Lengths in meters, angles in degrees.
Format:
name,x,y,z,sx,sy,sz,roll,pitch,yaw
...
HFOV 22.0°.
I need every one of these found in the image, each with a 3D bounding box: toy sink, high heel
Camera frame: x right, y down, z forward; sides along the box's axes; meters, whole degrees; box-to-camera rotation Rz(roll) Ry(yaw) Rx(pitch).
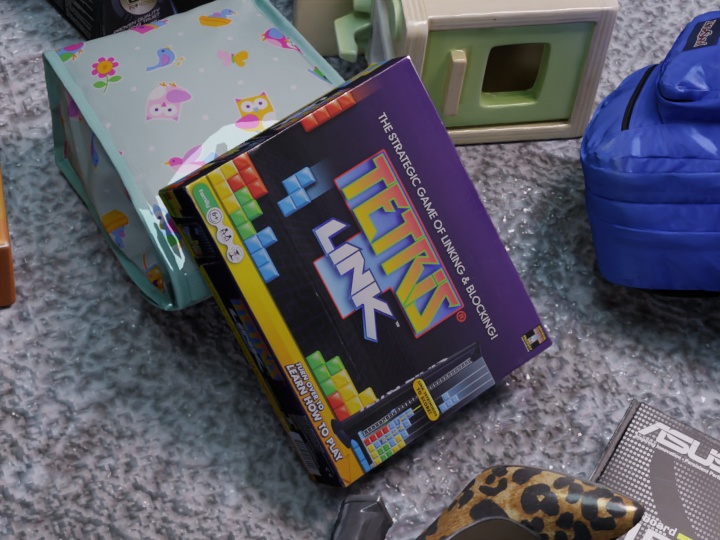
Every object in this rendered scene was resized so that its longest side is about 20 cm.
name,x,y,z,sx,sy,sz,roll,pitch,yaw
toy sink,0.060,-0.162,1.260,0.198,0.131,0.113,-3,53,-9
high heel,0.054,0.180,1.001,0.199,0.072,0.143,-11,40,31

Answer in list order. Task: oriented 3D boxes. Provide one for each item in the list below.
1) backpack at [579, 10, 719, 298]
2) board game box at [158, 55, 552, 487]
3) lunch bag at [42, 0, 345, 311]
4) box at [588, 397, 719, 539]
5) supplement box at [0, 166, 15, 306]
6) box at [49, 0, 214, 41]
name,x,y,z,sx,sy,sz,roll,pitch,yaw
backpack,0.239,-0.078,1.170,0.198,0.169,0.163,-4,25,27
board game box,0.000,0.000,1.101,0.165,0.057,0.201,-32,102,-20
lunch bag,-0.088,-0.068,1.181,0.169,0.123,0.200,-22,52,-22
box,0.202,0.194,1.054,0.199,0.048,0.194,27,58,15
supplement box,-0.265,-0.072,1.199,0.068,0.067,0.201,-8,55,-12
box,-0.178,-0.274,1.349,0.163,0.086,0.200,-31,62,-25
